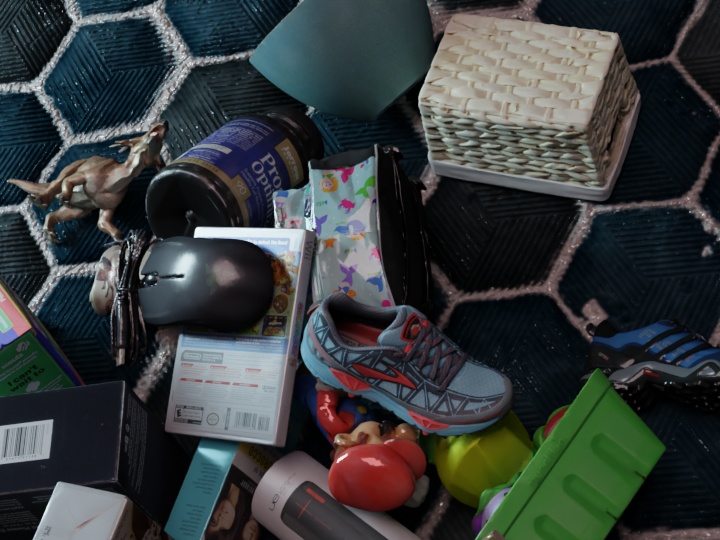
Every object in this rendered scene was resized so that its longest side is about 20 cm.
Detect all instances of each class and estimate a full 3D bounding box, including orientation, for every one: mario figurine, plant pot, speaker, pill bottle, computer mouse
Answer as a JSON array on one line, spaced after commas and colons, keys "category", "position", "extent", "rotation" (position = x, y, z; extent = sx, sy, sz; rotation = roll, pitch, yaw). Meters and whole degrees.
[{"category": "mario figurine", "position": [0.010, 0.146, 1.530], "extent": [0.106, 0.123, 0.200], "rotation": [-66, 29, 16]}, {"category": "plant pot", "position": [0.001, -0.237, 1.755], "extent": [0.200, 0.200, 0.135], "rotation": [-41, 91, -8]}, {"category": "speaker", "position": [-0.006, 0.249, 1.516], "extent": [0.200, 0.081, 0.081], "rotation": [34, 75, 31]}, {"category": "pill bottle", "position": [-0.122, -0.094, 1.697], "extent": [0.112, 0.112, 0.200], "rotation": [15, 34, 25]}, {"category": "computer mouse", "position": [-0.170, 0.017, 1.561], "extent": [0.200, 0.053, 0.139], "rotation": [-6, 75, 37]}]

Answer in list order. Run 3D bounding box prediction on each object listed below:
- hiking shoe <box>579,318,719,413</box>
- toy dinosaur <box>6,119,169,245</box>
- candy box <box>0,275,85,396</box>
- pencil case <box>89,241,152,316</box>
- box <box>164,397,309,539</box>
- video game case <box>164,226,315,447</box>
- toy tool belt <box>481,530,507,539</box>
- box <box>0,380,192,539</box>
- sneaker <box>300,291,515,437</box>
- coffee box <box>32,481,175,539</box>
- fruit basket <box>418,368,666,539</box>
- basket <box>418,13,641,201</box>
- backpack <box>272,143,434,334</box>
[{"category": "hiking shoe", "position": [0.301, 0.080, 1.521], "extent": [0.200, 0.074, 0.087], "rotation": [0, 61, 18]}, {"category": "toy dinosaur", "position": [-0.286, -0.100, 1.816], "extent": [0.200, 0.086, 0.136], "rotation": [2, 49, 37]}, {"category": "candy box", "position": [-0.356, 0.071, 1.659], "extent": [0.077, 0.200, 0.169], "rotation": [-38, 57, -6]}, {"category": "pencil case", "position": [-0.174, 0.013, 1.709], "extent": [0.200, 0.078, 0.089], "rotation": [3, 34, 19]}, {"category": "box", "position": [-0.114, 0.184, 1.582], "extent": [0.049, 0.082, 0.200], "rotation": [2, 60, 36]}, {"category": "video game case", "position": [-0.114, 0.059, 1.552], "extent": [0.143, 0.018, 0.200], "rotation": [2, 81, 39]}, {"category": "toy tool belt", "position": [0.100, 0.323, 1.372], "extent": [0.123, 0.125, 0.200], "rotation": [-21, 94, 12]}, {"category": "box", "position": [-0.284, 0.199, 1.572], "extent": [0.200, 0.182, 0.104], "rotation": [-8, 58, 12]}, {"category": "sneaker", "position": [0.041, 0.079, 1.456], "extent": [0.200, 0.096, 0.079], "rotation": [18, 50, 8]}, {"category": "coffee box", "position": [-0.216, 0.285, 1.488], "extent": [0.080, 0.200, 0.113], "rotation": [8, 64, 25]}, {"category": "fruit basket", "position": [0.141, 0.177, 1.483], "extent": [0.215, 0.156, 0.216], "rotation": [0, 70, 1]}, {"category": "basket", "position": [0.168, -0.169, 1.681], "extent": [0.200, 0.123, 0.136], "rotation": [10, 63, 24]}, {"category": "backpack", "position": [0.000, 0.000, 1.604], "extent": [0.150, 0.178, 0.200], "rotation": [-18, 63, 11]}]
